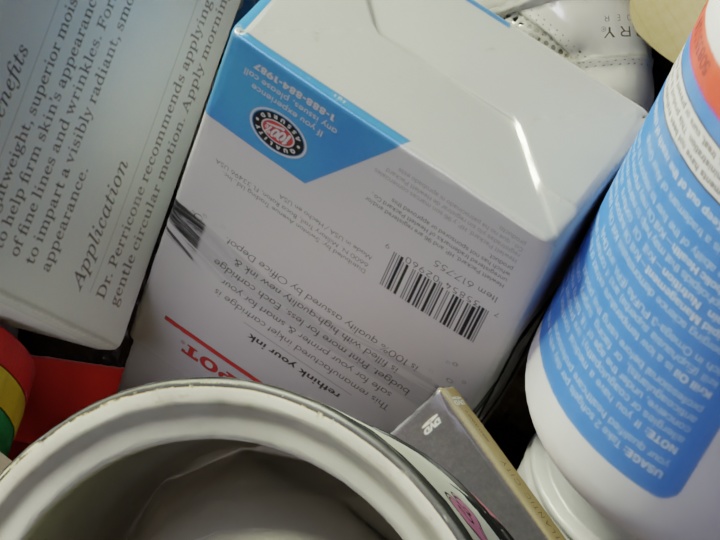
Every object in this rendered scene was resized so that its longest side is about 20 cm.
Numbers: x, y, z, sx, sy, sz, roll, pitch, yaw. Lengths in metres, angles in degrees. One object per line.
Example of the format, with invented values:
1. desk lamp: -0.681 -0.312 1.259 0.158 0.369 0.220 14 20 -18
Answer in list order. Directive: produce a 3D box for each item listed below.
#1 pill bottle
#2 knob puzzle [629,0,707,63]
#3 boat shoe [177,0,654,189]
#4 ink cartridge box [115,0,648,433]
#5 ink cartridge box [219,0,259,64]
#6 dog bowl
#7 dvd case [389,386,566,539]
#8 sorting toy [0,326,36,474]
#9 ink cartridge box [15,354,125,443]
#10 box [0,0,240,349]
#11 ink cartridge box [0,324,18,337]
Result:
1. pill bottle: 0.114 0.015 0.826 0.112 0.112 0.201 49 131 29
2. knob puzzle: 0.161 -0.119 0.839 0.219 0.030 0.221 10 107 33
3. boat shoe: 0.011 -0.048 0.950 0.199 0.071 0.070 -20 76 38
4. ink cartridge box: 0.000 0.000 0.904 0.116 0.068 0.200 34 141 8
5. ink cartridge box: -0.094 -0.121 1.041 0.199 0.068 0.116 -10 83 40
6. dog bowl: -0.027 0.130 0.816 0.199 0.074 0.201 0 89 28
7. dvd case: 0.031 0.159 0.835 0.149 0.016 0.200 -43 71 19
8. sorting toy: -0.153 0.079 0.955 0.198 0.200 0.070 -5 56 35
9. ink cartridge box: -0.096 0.139 1.057 0.159 0.047 0.201 6 96 40
10. box: -0.154 -0.100 0.926 0.199 0.131 0.200 14 80 35
11. ink cartridge box: -0.224 -0.003 1.116 0.199 0.125 0.129 18 102 38
